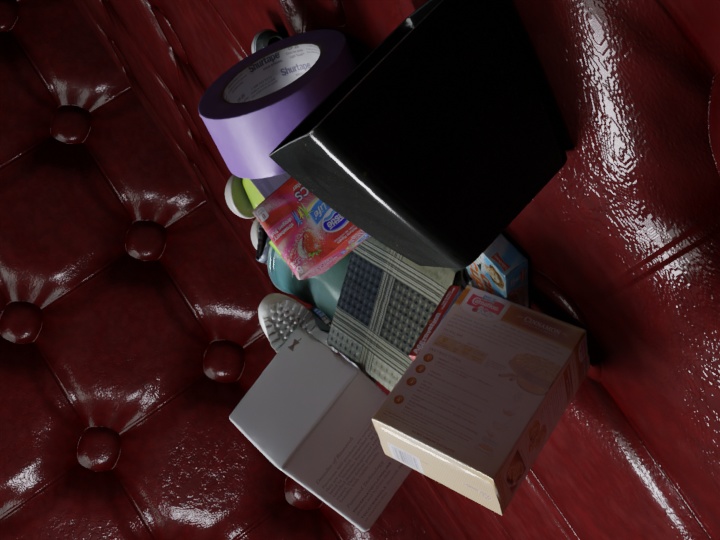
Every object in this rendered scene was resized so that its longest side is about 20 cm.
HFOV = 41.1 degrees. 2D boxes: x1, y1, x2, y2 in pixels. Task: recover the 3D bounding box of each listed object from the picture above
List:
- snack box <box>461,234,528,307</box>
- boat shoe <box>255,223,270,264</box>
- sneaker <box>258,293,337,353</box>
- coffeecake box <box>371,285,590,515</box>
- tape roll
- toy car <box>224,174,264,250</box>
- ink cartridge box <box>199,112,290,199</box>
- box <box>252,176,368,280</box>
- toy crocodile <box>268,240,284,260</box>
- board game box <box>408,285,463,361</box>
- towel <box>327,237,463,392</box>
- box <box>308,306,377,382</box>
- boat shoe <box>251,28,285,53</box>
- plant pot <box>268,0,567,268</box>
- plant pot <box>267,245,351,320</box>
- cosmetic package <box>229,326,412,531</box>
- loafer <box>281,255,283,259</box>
[{"bbox_3d":[0.151,0.014,1.141,0.116,0.037,0.201,50,166,32],"label":"snack box"},{"bbox_3d":[-0.099,-0.098,1.483,0.089,0.204,0.071,16,171,-25],"label":"boat shoe"},{"bbox_3d":[-0.102,0.078,1.415,0.081,0.076,0.200,47,180,34],"label":"sneaker"},{"bbox_3d":[0.132,0.131,1.028,0.152,0.201,0.074,21,148,32],"label":"coffeecake box"},{"bbox_3d":[-0.091,-0.204,1.165,0.200,0.198,0.086,38,159,56],"label":"tape roll"},{"bbox_3d":[-0.117,-0.121,1.632,0.173,0.151,0.202,-1,131,42],"label":"toy car"},{"bbox_3d":[-0.092,-0.185,1.277,0.201,0.172,0.044,50,171,27],"label":"ink cartridge box"},{"bbox_3d":[-0.013,-0.089,1.111,0.100,0.199,0.095,54,-163,7],"label":"box"},{"bbox_3d":[-0.045,-0.090,1.293,0.067,0.200,0.062,43,161,-7],"label":"toy crocodile"},{"bbox_3d":[0.130,0.123,1.157,0.019,0.104,0.201,8,144,42],"label":"board game box"},{"bbox_3d":[0.044,0.050,1.221,0.199,0.034,0.196,33,113,45],"label":"towel"},{"bbox_3d":[0.025,0.078,1.532,0.200,0.156,0.050,41,162,54],"label":"box"},{"bbox_3d":[-0.100,-0.253,1.401,0.202,0.068,0.056,64,166,-20],"label":"boat shoe"},{"bbox_3d":[0.061,-0.113,0.847,0.178,0.200,0.200,46,170,-11],"label":"plant pot"},{"bbox_3d":[0.000,0.000,1.387,0.196,0.200,0.202,39,161,33],"label":"plant pot"},{"bbox_3d":[-0.040,0.220,1.348,0.200,0.167,0.167,45,170,-37],"label":"cosmetic package"},{"bbox_3d":[-0.019,-0.077,1.206,0.069,0.197,0.076,63,180,-30],"label":"loafer"}]
